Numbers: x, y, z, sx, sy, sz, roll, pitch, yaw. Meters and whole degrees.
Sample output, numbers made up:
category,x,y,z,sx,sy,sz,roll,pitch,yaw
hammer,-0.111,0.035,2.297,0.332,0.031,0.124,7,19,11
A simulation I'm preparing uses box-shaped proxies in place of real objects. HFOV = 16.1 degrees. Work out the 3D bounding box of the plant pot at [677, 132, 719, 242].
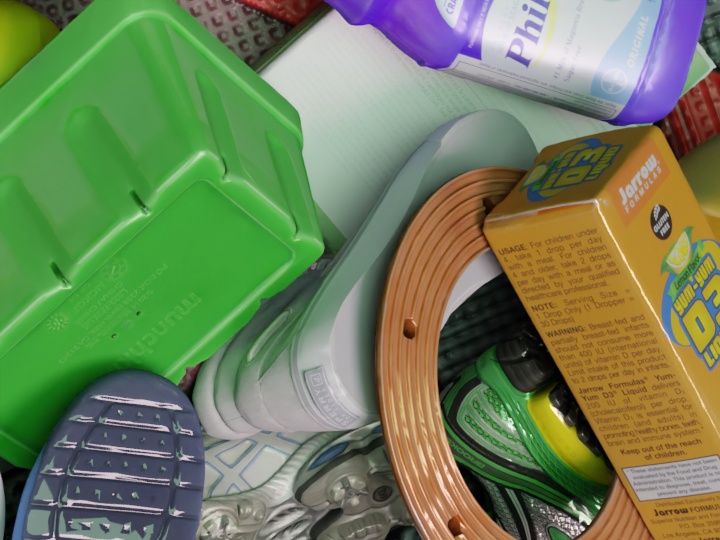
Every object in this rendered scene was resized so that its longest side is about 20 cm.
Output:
category,x,y,z,sx,sy,sz,roll,pitch,yaw
plant pot,0.244,-0.004,1.182,0.189,0.201,0.201,-40,102,-27

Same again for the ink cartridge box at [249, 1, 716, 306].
category,x,y,z,sx,sy,sz,roll,pitch,yaw
ink cartridge box,0.046,-0.083,1.189,0.200,0.048,0.146,-43,102,-12

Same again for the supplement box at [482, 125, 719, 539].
category,x,y,z,sx,sy,sz,roll,pitch,yaw
supplement box,0.133,0.039,1.108,0.200,0.069,0.067,58,46,-19

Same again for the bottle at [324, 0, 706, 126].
category,x,y,z,sx,sy,sz,roll,pitch,yaw
bottle,0.052,-0.127,1.131,0.200,0.065,0.084,17,89,-15

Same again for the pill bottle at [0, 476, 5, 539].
category,x,y,z,sx,sy,sz,roll,pitch,yaw
pill bottle,-0.252,0.091,1.037,0.200,0.109,0.109,14,88,25

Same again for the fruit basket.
category,x,y,z,sx,sy,sz,roll,pitch,yaw
fruit basket,-0.140,-0.040,1.100,0.155,0.216,0.216,40,80,-46

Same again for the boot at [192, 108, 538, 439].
category,x,y,z,sx,sy,sz,roll,pitch,yaw
boot,0.000,0.000,1.118,0.200,0.096,0.074,-49,117,-44

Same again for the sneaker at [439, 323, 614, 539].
category,x,y,z,sx,sy,sz,roll,pitch,yaw
sneaker,0.106,0.114,1.211,0.085,0.078,0.200,-31,110,24

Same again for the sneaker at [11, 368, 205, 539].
category,x,y,z,sx,sy,sz,roll,pitch,yaw
sneaker,-0.117,0.137,1.056,0.074,0.082,0.200,13,90,-17

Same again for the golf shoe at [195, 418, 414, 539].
category,x,y,z,sx,sy,sz,roll,pitch,yaw
golf shoe,-0.062,0.099,1.152,0.200,0.097,0.078,-17,134,-16

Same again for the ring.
category,x,y,z,sx,sy,sz,roll,pitch,yaw
ring,0.069,0.054,1.095,0.200,0.019,0.201,16,68,-45
